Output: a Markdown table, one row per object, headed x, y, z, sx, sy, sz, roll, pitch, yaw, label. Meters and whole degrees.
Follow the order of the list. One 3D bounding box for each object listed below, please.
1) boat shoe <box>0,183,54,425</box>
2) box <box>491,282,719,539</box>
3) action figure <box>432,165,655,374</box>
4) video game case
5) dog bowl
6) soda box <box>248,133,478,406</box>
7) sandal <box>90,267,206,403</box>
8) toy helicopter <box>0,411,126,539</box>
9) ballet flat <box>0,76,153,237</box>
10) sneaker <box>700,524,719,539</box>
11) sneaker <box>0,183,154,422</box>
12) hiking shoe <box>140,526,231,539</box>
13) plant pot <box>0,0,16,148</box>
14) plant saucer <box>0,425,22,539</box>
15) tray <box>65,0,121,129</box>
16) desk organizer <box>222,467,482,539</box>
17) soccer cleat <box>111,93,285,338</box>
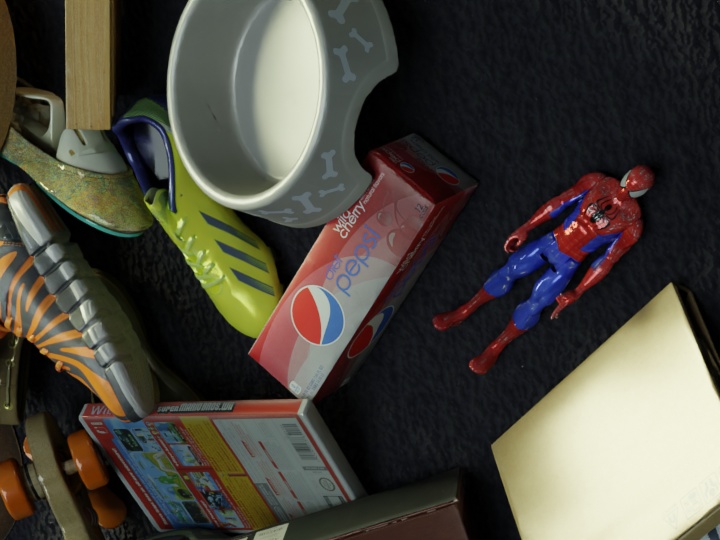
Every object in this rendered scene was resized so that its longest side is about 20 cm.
| x | y | z | sx | sy | sz | roll | pitch | yaw | label |
| --- | --- | --- | --- | --- | --- | --- | --- | --- | --- |
| -0.269 | 0.030 | 1.780 | 0.066 | 0.074 | 0.200 | 19 | 109 | -1 | boat shoe |
| 0.177 | 0.129 | 1.521 | 0.200 | 0.021 | 0.164 | -46 | 45 | 33 | box |
| 0.132 | -0.006 | 1.542 | 0.065 | 0.052 | 0.200 | 51 | 121 | 11 | action figure |
| -0.098 | 0.150 | 1.696 | 0.200 | 0.017 | 0.143 | -3 | 135 | 28 | video game case |
| -0.061 | -0.130 | 1.566 | 0.200 | 0.059 | 0.201 | 2 | 92 | 47 | dog bowl |
| 0.000 | 0.000 | 1.605 | 0.063 | 0.070 | 0.200 | 40 | 121 | 15 | soda box |
| -0.179 | 0.092 | 1.747 | 0.080 | 0.054 | 0.200 | -28 | 97 | 35 | sandal |
| -0.221 | 0.201 | 1.785 | 0.079 | 0.132 | 0.200 | -23 | 110 | -3 | toy helicopter |
| -0.225 | -0.093 | 1.690 | 0.200 | 0.071 | 0.071 | 34 | 121 | 38 | ballet flat |
| 0.262 | 0.205 | 1.514 | 0.200 | 0.070 | 0.109 | 9 | 105 | 35 | sneaker |
| -0.240 | 0.044 | 1.671 | 0.112 | 0.078 | 0.200 | -34 | 81 | 8 | sneaker |
| -0.102 | 0.253 | 1.704 | 0.200 | 0.101 | 0.076 | 8 | 110 | 9 | hiking shoe |
| -0.391 | -0.150 | 1.679 | 0.186 | 0.200 | 0.187 | 5 | 97 | 47 | plant pot |
| -0.374 | 0.157 | 1.898 | 0.200 | 0.034 | 0.201 | 9 | 109 | 27 | plant saucer |
| -0.194 | -0.212 | 1.635 | 0.037 | 0.099 | 0.200 | 2 | 109 | -3 | tray |
| -0.010 | 0.217 | 1.635 | 0.200 | 0.072 | 0.077 | -18 | 101 | 8 | desk organizer |
| -0.124 | -0.035 | 1.658 | 0.065 | 0.084 | 0.200 | -26 | 91 | 34 | soccer cleat |
